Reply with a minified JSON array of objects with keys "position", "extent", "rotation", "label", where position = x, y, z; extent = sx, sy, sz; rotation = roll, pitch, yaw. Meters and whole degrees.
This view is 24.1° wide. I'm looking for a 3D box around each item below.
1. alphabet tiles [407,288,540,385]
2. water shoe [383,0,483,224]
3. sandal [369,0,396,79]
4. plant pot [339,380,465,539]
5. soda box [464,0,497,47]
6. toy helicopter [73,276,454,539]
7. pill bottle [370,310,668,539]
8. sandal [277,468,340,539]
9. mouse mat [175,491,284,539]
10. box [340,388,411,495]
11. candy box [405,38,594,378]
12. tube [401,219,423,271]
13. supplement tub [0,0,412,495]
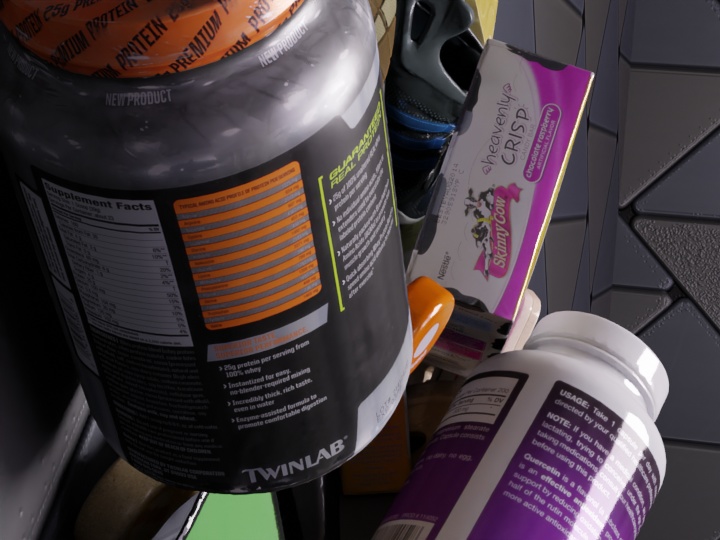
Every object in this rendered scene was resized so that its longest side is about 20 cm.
[{"position":[0.072,0.034,1.097],"extent":[0.200,0.015,0.197],"rotation":[-114,-133,-72],"label":"alphabet tiles"},{"position":[0.043,-0.096,1.010],"extent":[0.201,0.078,0.072],"rotation":[78,22,-52],"label":"water shoe"},{"position":[-0.037,-0.074,0.752],"extent":[0.201,0.054,0.081],"rotation":[-59,161,-30],"label":"sandal"},{"position":[0.049,0.167,0.964],"extent":[0.200,0.199,0.174],"rotation":[-64,138,-57],"label":"plant pot"},{"position":[0.039,-0.203,0.984],"extent":[0.200,0.064,0.068],"rotation":[67,31,-64],"label":"soda box"},{"position":[-0.052,0.064,0.692],"extent":[0.200,0.079,0.133],"rotation":[-37,159,-51],"label":"toy helicopter"},{"position":[0.077,0.119,0.820],"extent":[0.200,0.112,0.113],"rotation":[-56,153,-30],"label":"pill bottle"},{"position":[-0.038,0.099,0.829],"extent":[0.075,0.048,0.202],"rotation":[45,38,-79],"label":"sandal"},{"position":[-0.078,0.170,0.631],"extent":[0.161,0.007,0.201],"rotation":[86,28,-53],"label":"mouse mat"},{"position":[0.000,0.000,0.870],"extent":[0.119,0.041,0.201],"rotation":[-94,178,-74],"label":"box"},{"position":[0.070,-0.024,0.915],"extent":[0.200,0.061,0.137],"rotation":[82,26,-78],"label":"candy box"},{"position":[0.063,-0.071,1.173],"extent":[0.052,0.058,0.201],"rotation":[43,40,-30],"label":"tube"},{"position":[-0.050,-0.030,0.547],"extent":[0.201,0.122,0.123],"rotation":[82,18,-45],"label":"supplement tub"}]
